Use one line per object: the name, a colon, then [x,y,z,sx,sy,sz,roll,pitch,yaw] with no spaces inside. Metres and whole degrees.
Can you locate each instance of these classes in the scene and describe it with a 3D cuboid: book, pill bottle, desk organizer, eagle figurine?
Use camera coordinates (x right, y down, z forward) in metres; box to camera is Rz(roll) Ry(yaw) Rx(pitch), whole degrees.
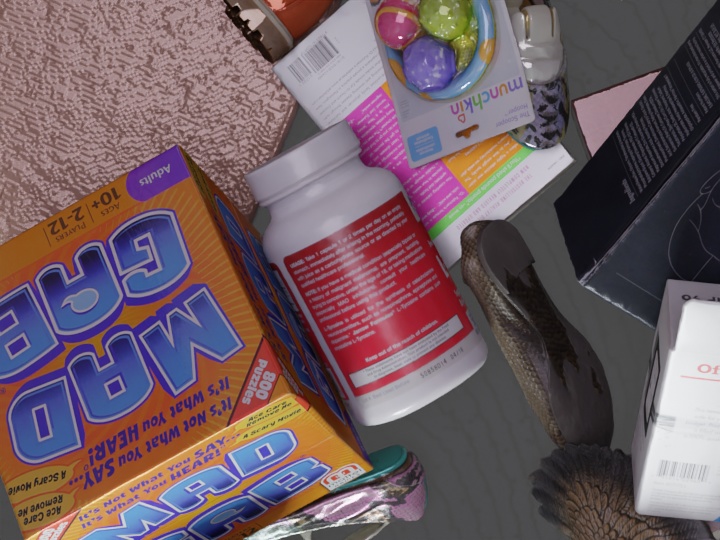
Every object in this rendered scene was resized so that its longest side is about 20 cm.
book: [0.046,-0.115,1.436,0.133,0.048,0.200,-39,85,7]
pill bottle: [0.000,0.000,1.392,0.112,0.112,0.201,-28,96,5]
desk organizer: [0.255,-0.115,1.399,0.199,0.072,0.078,-20,85,6]
eagle figurine: [0.194,0.226,1.344,0.199,0.152,0.152,24,114,3]

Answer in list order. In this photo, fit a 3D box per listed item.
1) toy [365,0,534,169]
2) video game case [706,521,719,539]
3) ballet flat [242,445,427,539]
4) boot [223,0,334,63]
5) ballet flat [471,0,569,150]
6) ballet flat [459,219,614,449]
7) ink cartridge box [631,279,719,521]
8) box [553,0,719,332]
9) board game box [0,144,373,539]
toy: [0.043,-0.185,1.375,0.115,0.047,0.202,-20,79,38]
video game case: [0.306,0.209,1.408,0.199,0.036,0.183,19,93,6]
ballet flat: [-0.046,0.184,1.439,0.198,0.069,0.072,-13,108,6]
boot: [-0.090,-0.263,1.443,0.107,0.075,0.200,-40,90,-4]
ballet flat: [0.109,-0.186,1.388,0.072,0.072,0.202,-17,71,6]
ballet flat: [0.124,0.052,1.412,0.067,0.046,0.201,-42,109,-37]
ink cartridge box: [0.247,0.074,1.263,0.115,0.068,0.201,5,133,1]
box: [0.272,-0.043,1.311,0.199,0.124,0.197,30,111,-20]
board game box: [-0.140,0.075,1.349,0.199,0.200,0.201,-29,65,5]
